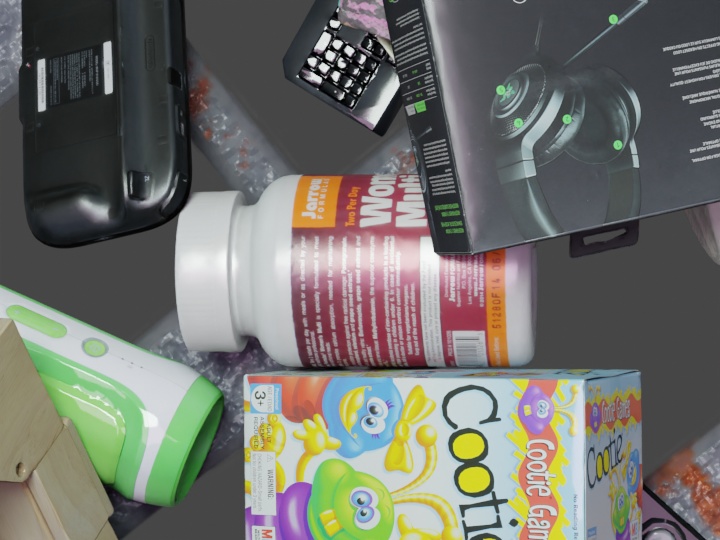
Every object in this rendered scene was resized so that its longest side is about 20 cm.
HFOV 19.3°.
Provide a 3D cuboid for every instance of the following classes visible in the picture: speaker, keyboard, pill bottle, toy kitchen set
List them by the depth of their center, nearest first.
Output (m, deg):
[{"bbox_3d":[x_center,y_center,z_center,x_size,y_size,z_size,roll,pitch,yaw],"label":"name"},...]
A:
[{"bbox_3d":[-0.257,0.158,1.166,0.162,0.181,0.201,-2,126,28],"label":"toy kitchen set"},{"bbox_3d":[0.000,0.000,1.201,0.198,0.110,0.111,0,89,7],"label":"pill bottle"},{"bbox_3d":[0.041,-0.178,1.233,0.104,0.040,0.201,30,94,7],"label":"keyboard"},{"bbox_3d":[-0.183,0.065,1.236,0.198,0.088,0.089,24,92,6],"label":"speaker"}]

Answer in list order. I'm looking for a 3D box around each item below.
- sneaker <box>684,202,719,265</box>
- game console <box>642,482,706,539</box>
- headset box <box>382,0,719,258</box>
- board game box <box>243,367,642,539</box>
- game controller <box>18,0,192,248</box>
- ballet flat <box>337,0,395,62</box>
[{"bbox_3d":[0.215,-0.106,1.197,0.084,0.075,0.202,-10,94,-6],"label":"sneaker"},{"bbox_3d":[0.120,0.222,1.180,0.172,0.119,0.200,41,94,5],"label":"game console"},{"bbox_3d":[0.111,-0.109,1.098,0.172,0.093,0.202,-13,92,-10],"label":"headset box"},{"bbox_3d":[0.046,0.107,1.170,0.198,0.105,0.104,-1,90,25],"label":"board game box"},{"bbox_3d":[-0.150,-0.111,1.226,0.103,0.042,0.202,-16,63,24],"label":"game controller"},{"bbox_3d":[0.073,-0.120,1.203,0.199,0.069,0.071,26,119,-20],"label":"ballet flat"}]
